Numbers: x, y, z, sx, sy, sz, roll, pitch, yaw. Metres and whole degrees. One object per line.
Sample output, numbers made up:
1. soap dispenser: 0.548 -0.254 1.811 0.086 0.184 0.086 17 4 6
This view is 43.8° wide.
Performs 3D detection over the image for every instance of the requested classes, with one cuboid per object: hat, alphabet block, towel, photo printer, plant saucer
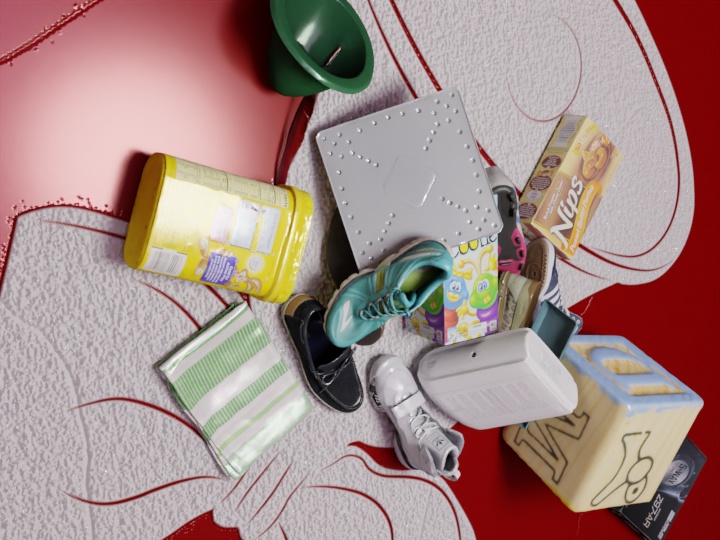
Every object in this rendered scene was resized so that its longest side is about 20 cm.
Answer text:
1. hat: -0.097 -0.248 1.145 0.165 0.176 0.201 31 46 -28
2. alphabet block: 0.378 0.235 1.418 0.194 0.196 0.201 5 116 -33
3. towel: -0.160 0.157 1.176 0.152 0.023 0.201 -40 118 -22
4. photo printer: 0.195 0.166 1.320 0.166 0.199 0.070 44 43 -35
5. plant saucer: 0.274 0.145 1.388 0.019 0.070 0.201 -3 122 -41

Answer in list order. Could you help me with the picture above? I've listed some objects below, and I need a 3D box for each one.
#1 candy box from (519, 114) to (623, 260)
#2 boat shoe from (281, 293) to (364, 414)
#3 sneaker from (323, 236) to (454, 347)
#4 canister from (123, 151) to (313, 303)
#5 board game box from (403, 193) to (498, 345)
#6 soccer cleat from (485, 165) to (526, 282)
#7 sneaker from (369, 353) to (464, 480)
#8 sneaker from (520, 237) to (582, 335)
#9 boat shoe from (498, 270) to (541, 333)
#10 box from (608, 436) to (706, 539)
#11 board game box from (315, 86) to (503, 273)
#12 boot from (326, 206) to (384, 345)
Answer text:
1. candy box: 0.330 -0.133 1.430 0.115 0.055 0.201 35 80 -34
2. boat shoe: -0.043 0.121 1.225 0.075 0.062 0.201 -38 119 -24
3. sneaker: 0.034 0.031 1.144 0.200 0.080 0.078 -38 114 11
4. canister: -0.172 -0.051 1.090 0.199 0.086 0.149 14 92 -34
5. board game box: 0.127 -0.009 1.288 0.102 0.105 0.201 -10 104 -31
6. soccer cleat: 0.210 -0.067 1.357 0.069 0.087 0.201 -10 130 -2
7. sneaker: 0.086 0.216 1.297 0.075 0.115 0.201 -31 115 -26
8. sneaker: 0.304 0.041 1.433 0.108 0.070 0.201 -6 112 -29
9. boat shoe: 0.221 0.094 1.389 0.073 0.062 0.201 -31 142 -59
10. box: 0.559 0.397 1.695 0.160 0.043 0.200 43 75 -32
11. board game box: 0.064 -0.116 1.187 0.199 0.026 0.201 -18 90 0
12. boot: 0.000 0.000 1.239 0.075 0.073 0.201 -13 96 -74
